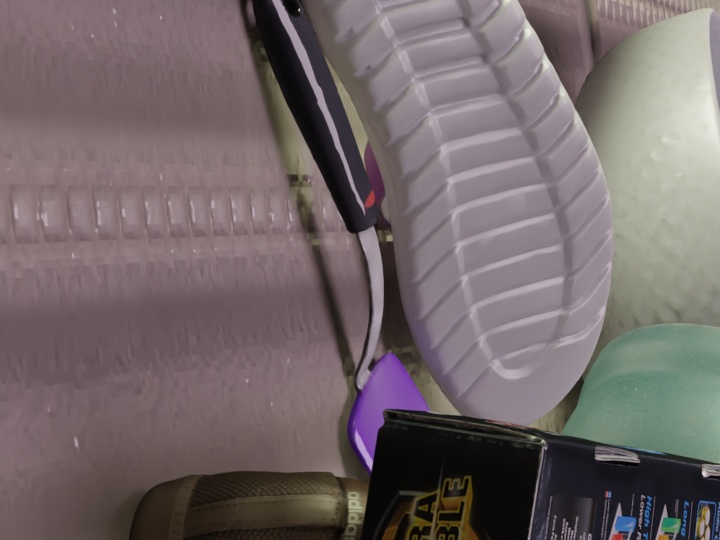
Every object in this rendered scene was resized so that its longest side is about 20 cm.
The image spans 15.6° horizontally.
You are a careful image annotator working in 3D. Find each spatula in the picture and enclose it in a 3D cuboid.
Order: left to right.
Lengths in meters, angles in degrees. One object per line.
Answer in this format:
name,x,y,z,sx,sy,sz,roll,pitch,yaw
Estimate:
spatula,0.000,0.000,0.805,0.057,0.020,0.201,-60,139,-58

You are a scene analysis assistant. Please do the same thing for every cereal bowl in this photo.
cereal bowl,0.127,-0.001,1.073,0.200,0.083,0.202,-12,90,-76

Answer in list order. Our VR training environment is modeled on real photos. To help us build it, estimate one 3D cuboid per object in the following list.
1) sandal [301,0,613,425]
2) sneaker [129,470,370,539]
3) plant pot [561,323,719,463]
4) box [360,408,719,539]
sandal,0.030,-0.042,0.858,0.050,0.082,0.204,32,-35,56
sneaker,0.006,0.121,0.697,0.200,0.075,0.071,59,30,-50
plant pot,0.136,0.135,0.949,0.134,0.199,0.201,-53,141,-25
box,0.043,0.140,0.647,0.159,0.046,0.202,14,84,-61
